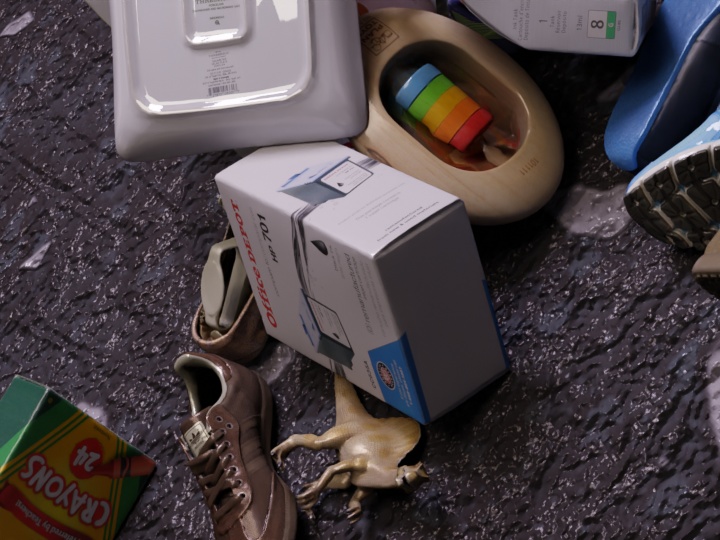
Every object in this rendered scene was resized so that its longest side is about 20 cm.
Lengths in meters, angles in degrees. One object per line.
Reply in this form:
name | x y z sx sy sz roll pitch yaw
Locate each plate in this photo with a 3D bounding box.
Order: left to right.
plate | -0.098 -0.186 1.611 0.199 0.032 0.201 -5 88 21

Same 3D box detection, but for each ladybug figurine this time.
ladybug figurine | 0.057 -0.107 1.628 0.200 0.072 0.136 44 68 11

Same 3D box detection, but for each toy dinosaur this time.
toy dinosaur | -0.007 0.126 1.584 0.101 0.058 0.200 -30 31 -3

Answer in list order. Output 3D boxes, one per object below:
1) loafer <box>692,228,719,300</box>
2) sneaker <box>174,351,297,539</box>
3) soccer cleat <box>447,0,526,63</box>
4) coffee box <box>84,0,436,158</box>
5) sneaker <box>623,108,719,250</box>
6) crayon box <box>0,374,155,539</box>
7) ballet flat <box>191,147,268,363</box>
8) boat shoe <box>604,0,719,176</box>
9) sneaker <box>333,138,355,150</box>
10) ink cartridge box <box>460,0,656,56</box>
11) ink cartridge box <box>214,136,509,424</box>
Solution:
loafer | 0.294 -0.015 1.390 0.200 0.076 0.068 2 67 43
sneaker | -0.100 0.142 1.619 0.070 0.075 0.200 -43 36 24
soccer cleat | 0.151 -0.240 1.690 0.200 0.084 0.065 -43 39 7
coffee box | -0.080 -0.242 1.767 0.198 0.200 0.200 -39 21 16
sneaker | 0.266 -0.086 1.493 0.200 0.078 0.090 -29 25 17
crayon box | -0.254 0.196 1.683 0.051 0.127 0.200 16 72 47
ballet flat | -0.080 -0.026 1.694 0.068 0.067 0.201 18 95 44
boat shoe | 0.237 -0.149 1.559 0.200 0.069 0.084 -57 27 -2
sneaker | 0.034 -0.102 1.700 0.112 0.071 0.200 -39 38 16
ink cartridge box | 0.105 -0.190 1.592 0.199 0.050 0.161 3 16 11
ink cartridge box | 0.000 0.000 1.578 0.086 0.147 0.200 -33 34 -24
